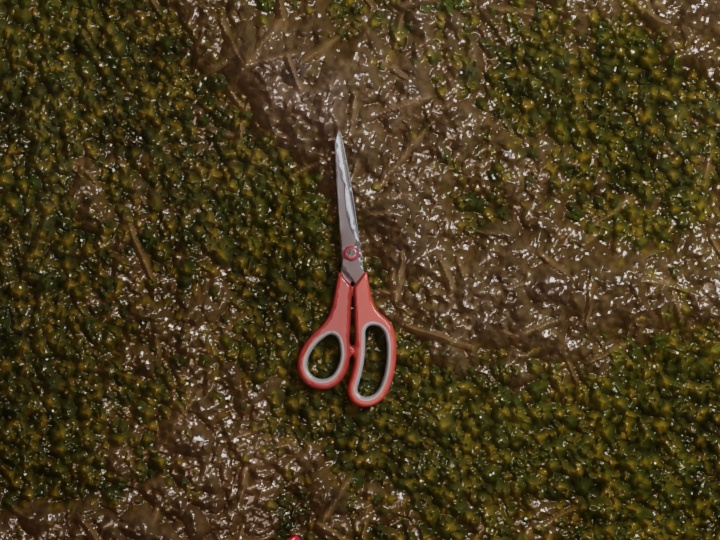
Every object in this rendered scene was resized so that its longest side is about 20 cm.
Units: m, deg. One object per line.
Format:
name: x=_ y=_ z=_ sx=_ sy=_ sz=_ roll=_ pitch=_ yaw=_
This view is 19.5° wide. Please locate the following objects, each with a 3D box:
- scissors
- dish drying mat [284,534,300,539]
scissors: x=0.000 y=0.000 z=1.565 sx=0.073 sy=0.014 sz=0.201 roll=9 pitch=87 yaw=1
dish drying mat: x=-0.032 y=0.301 z=1.550 sx=0.077 sy=0.018 sz=0.201 roll=-28 pitch=89 yaw=-4
